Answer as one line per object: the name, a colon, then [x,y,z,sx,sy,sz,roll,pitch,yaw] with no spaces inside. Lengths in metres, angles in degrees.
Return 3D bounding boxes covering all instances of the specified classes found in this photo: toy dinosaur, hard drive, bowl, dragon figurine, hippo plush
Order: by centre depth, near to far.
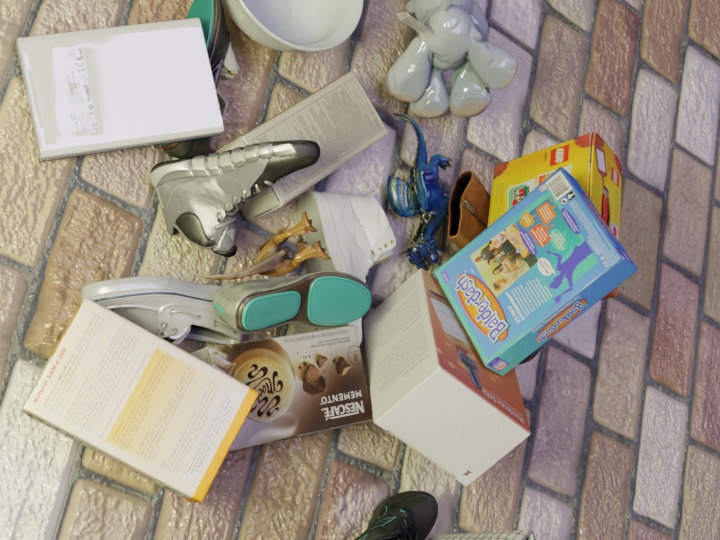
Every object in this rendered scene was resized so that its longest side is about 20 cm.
hard drive: [-0.258,-0.197,1.447,0.199,0.025,0.132,-11,83,-21]
toy dinosaur: [-0.094,-0.011,1.470,0.060,0.106,0.200,59,11,-2]
bowl: [-0.101,-0.343,1.611,0.201,0.090,0.202,13,69,-35]
dragon figurine: [0.074,-0.102,1.692,0.099,0.059,0.200,-27,102,-48]
hippo plush: [0.097,-0.306,1.750,0.200,0.159,0.161,46,22,-36]

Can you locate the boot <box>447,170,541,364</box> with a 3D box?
boot: [0.173,-0.001,1.699,0.200,0.068,0.189,44,51,-46]

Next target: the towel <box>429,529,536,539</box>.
towel: [0.114,0.391,1.520,0.086,0.165,0.200,53,52,-21]

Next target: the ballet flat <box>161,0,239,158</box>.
ballet flat: [-0.181,-0.217,1.535,0.068,0.068,0.201,25,73,-41]

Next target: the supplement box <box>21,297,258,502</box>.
supplement box: [-0.220,0.132,1.339,0.200,0.074,0.126,30,75,-8]

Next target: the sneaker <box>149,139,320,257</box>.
sneaker: [-0.129,-0.076,1.465,0.075,0.199,0.116,-16,97,-69]

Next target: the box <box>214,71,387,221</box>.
box: [-0.071,-0.148,1.586,0.200,0.078,0.095,-35,99,-39]

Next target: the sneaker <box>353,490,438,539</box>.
sneaker: [0.033,0.317,1.533,0.200,0.079,0.076,-34,99,-40]

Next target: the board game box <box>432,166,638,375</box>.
board game box: [0.197,0.001,1.541,0.045,0.200,0.152,31,25,-49]

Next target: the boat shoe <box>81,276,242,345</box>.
boat shoe: [-0.201,0.047,1.429,0.200,0.073,0.067,4,74,-38]

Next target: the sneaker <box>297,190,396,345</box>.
sneaker: [0.000,0.000,1.602,0.115,0.074,0.201,-3,78,-35]

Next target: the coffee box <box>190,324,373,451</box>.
coffee box: [-0.093,0.132,1.485,0.200,0.080,0.113,-6,81,-38]

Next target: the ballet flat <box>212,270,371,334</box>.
ballet flat: [-0.076,0.028,1.480,0.200,0.064,0.068,-5,112,-43]

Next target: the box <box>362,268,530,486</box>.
box: [0.097,0.122,1.563,0.152,0.106,0.200,37,23,-25]

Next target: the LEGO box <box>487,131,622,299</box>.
LEGO box: [0.237,-0.053,1.647,0.077,0.149,0.200,40,47,-38]
